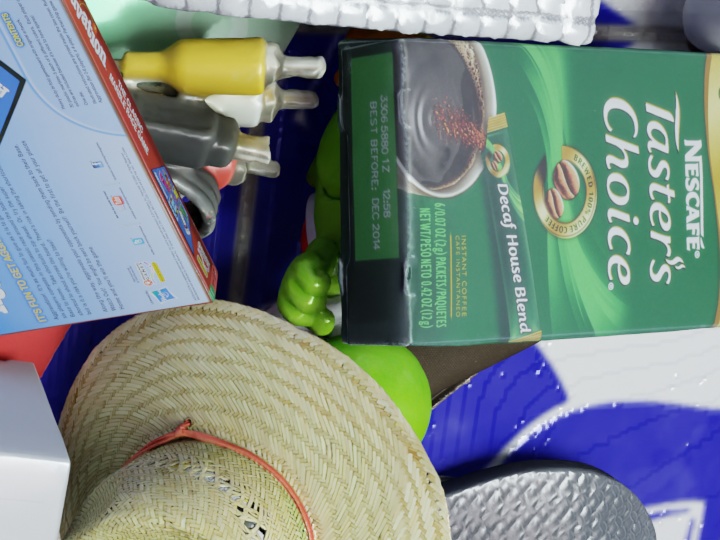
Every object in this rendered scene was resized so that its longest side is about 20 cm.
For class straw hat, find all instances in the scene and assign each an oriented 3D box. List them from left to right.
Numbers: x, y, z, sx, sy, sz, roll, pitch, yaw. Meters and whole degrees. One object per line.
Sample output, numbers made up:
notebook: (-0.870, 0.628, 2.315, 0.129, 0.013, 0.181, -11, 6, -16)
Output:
straw hat: (-0.070, 0.110, 1.004, 0.085, 0.201, 0.201, -21, 123, -55)

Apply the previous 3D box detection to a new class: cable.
cable: (-0.117, -0.067, 0.998, 0.200, 0.050, 0.097, 14, 137, -11)

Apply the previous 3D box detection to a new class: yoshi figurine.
yoshi figurine: (0.012, 0.004, 1.051, 0.112, 0.112, 0.200, 20, 91, 8)

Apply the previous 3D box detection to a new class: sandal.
sandal: (0.041, 0.125, 1.189, 0.200, 0.043, 0.076, -3, 104, -14)

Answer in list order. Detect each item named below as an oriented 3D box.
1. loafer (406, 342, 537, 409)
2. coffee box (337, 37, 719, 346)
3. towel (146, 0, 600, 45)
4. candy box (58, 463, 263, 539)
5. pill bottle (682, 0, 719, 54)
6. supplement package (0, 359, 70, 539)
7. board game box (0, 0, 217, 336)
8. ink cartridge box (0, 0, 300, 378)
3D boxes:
loafer: (0.046, 0.010, 1.122, 0.200, 0.071, 0.073, -45, 121, -3)
coffee box: (0.077, -0.033, 1.037, 0.200, 0.044, 0.123, 0, 90, -43)
towel: (0.005, -0.179, 0.972, 0.200, 0.086, 0.166, 1, 108, -24)
candy box: (-0.055, 0.162, 1.137, 0.102, 0.026, 0.200, -42, 109, 1)
pill bottle: (0.218, -0.046, 1.159, 0.109, 0.109, 0.200, -25, 119, -14)
supplement package: (-0.194, 0.141, 1.031, 0.114, 0.110, 0.200, 6, 107, -17)
board game box: (-0.134, -0.050, 0.965, 0.103, 0.019, 0.200, -9, 137, 13)
ink cartridge box: (-0.139, -0.061, 1.023, 0.161, 0.050, 0.200, 27, 94, -31)
